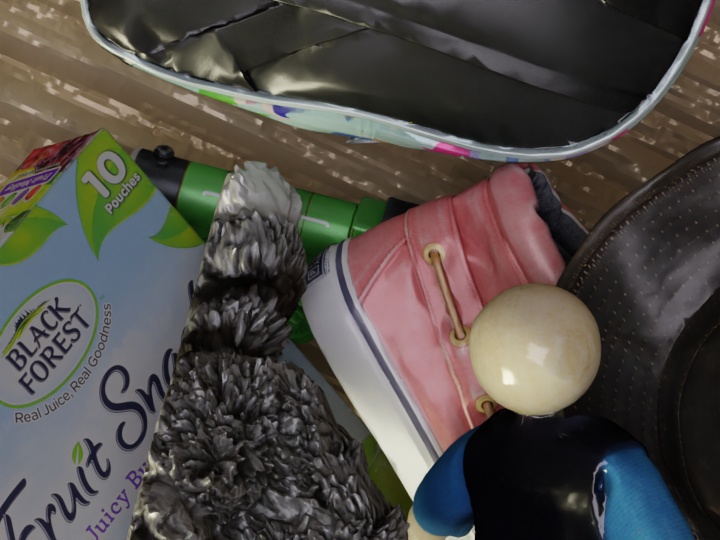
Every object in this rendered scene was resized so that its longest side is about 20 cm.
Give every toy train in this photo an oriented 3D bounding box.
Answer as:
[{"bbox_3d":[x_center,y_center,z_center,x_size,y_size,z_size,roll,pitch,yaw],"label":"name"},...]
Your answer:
[{"bbox_3d":[0.000,0.000,0.835,0.200,0.042,0.056,14,122,2],"label":"toy train"}]

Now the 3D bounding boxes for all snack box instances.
[{"bbox_3d":[-0.073,0.074,0.784,0.200,0.053,0.142,50,56,-21],"label":"snack box"}]

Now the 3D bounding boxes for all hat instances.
[{"bbox_3d":[0.149,0.056,0.718,0.201,0.081,0.201,0,105,-1],"label":"hat"}]

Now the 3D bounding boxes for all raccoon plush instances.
[{"bbox_3d":[0.003,0.064,0.714,0.134,0.097,0.200,14,73,-2],"label":"raccoon plush"}]

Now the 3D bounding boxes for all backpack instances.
[{"bbox_3d":[0.023,-0.125,0.768,0.200,0.151,0.178,15,96,6],"label":"backpack"}]

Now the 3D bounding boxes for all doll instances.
[{"bbox_3d":[0.062,0.099,0.724,0.048,0.136,0.200,-26,115,-34],"label":"doll"}]

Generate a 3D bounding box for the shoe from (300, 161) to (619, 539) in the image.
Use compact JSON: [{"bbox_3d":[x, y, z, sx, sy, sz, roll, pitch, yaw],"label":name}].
[{"bbox_3d":[0.069,0.061,0.791,0.091,0.071,0.200,-28,101,20],"label":"shoe"}]
